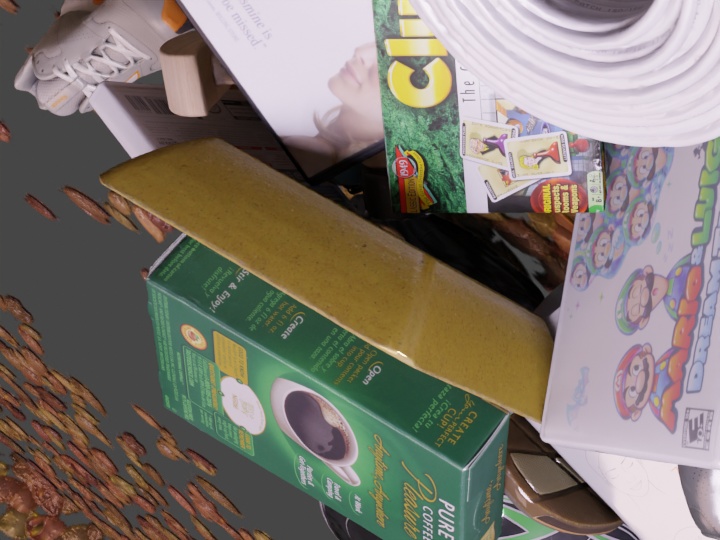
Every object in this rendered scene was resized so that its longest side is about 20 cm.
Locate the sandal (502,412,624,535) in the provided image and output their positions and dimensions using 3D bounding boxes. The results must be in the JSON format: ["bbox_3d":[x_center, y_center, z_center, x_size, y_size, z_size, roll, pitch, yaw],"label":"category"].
[{"bbox_3d":[0.113,0.106,1.400,0.082,0.055,0.200,50,-159,5],"label":"sandal"}]

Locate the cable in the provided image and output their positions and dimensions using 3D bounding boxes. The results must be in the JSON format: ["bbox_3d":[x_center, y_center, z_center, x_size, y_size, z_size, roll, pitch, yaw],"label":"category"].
[{"bbox_3d":[0.102,-0.142,1.068,0.200,0.069,0.200,-21,112,45],"label":"cable"}]

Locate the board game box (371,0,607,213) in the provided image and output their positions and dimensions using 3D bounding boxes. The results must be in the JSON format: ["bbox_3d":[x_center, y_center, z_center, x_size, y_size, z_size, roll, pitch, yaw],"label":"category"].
[{"bbox_3d":[0.057,-0.116,1.179,0.104,0.023,0.201,1,122,12],"label":"board game box"}]

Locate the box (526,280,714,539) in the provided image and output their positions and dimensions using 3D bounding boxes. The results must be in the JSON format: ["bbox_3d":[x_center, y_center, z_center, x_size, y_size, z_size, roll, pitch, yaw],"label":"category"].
[{"bbox_3d":[0.185,0.071,1.332,0.200,0.097,0.124,46,128,-1],"label":"box"}]

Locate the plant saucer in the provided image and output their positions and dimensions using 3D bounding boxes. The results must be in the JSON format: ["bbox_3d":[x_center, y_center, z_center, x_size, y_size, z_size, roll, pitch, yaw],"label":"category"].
[{"bbox_3d":[0.000,0.000,1.263,0.200,0.049,0.200,31,-178,30],"label":"plant saucer"}]

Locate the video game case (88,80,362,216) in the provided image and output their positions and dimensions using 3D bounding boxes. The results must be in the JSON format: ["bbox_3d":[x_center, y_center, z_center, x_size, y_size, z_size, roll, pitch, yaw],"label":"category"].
[{"bbox_3d":[-0.050,-0.031,1.450,0.143,0.018,0.200,0,-135,-53],"label":"video game case"}]

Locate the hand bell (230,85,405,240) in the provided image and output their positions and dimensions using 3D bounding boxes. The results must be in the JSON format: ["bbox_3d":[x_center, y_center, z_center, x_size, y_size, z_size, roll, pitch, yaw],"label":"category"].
[{"bbox_3d":[-0.062,-0.060,1.601,0.200,0.104,0.104,57,173,33],"label":"hand bell"}]

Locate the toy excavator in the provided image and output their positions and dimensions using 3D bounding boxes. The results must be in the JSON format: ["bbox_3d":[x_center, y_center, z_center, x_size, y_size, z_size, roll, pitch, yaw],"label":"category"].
[{"bbox_3d":[0.002,-0.098,1.342,0.200,0.194,0.100,-125,24,-70],"label":"toy excavator"}]

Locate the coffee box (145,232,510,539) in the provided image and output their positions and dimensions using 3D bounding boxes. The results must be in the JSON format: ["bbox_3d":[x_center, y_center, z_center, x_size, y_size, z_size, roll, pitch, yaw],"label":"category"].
[{"bbox_3d":[-0.017,0.071,1.317,0.200,0.044,0.123,29,149,21],"label":"coffee box"}]

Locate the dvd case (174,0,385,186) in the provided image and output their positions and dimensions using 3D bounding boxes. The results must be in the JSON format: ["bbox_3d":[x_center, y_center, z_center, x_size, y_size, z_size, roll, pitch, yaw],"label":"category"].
[{"bbox_3d":[0.020,-0.137,1.196,0.199,0.018,0.143,-27,113,23],"label":"dvd case"}]

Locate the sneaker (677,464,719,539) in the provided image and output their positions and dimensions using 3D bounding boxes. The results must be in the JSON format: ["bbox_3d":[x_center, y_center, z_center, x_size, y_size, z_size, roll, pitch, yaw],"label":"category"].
[{"bbox_3d":[0.231,0.082,1.233,0.074,0.199,0.085,-164,71,-66],"label":"sneaker"}]

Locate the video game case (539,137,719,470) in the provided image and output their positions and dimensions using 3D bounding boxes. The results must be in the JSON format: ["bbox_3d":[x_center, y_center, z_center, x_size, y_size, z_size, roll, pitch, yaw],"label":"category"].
[{"bbox_3d":[0.143,-0.013,1.182,0.024,0.201,0.182,11,176,-21],"label":"video game case"}]

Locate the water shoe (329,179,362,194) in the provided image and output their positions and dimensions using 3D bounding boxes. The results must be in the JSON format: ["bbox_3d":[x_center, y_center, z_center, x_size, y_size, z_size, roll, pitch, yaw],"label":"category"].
[{"bbox_3d":[0.002,-0.077,1.497,0.071,0.079,0.200,34,161,23],"label":"water shoe"}]

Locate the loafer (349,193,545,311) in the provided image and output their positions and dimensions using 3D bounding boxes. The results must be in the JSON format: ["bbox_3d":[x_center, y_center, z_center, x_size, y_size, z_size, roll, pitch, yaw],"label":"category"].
[{"bbox_3d":[0.050,0.005,1.606,0.070,0.068,0.200,9,-164,-34],"label":"loafer"}]

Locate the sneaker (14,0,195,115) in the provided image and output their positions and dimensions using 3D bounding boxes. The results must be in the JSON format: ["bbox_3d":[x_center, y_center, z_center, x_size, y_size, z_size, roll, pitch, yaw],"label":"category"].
[{"bbox_3d":[-0.164,-0.138,1.679,0.076,0.092,0.200,45,161,-16],"label":"sneaker"}]

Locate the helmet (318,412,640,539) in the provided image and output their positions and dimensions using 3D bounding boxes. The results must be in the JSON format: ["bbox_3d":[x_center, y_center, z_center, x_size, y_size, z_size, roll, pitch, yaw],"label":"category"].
[{"bbox_3d":[0.090,0.133,1.615,0.190,0.200,0.200,13,148,39],"label":"helmet"}]
